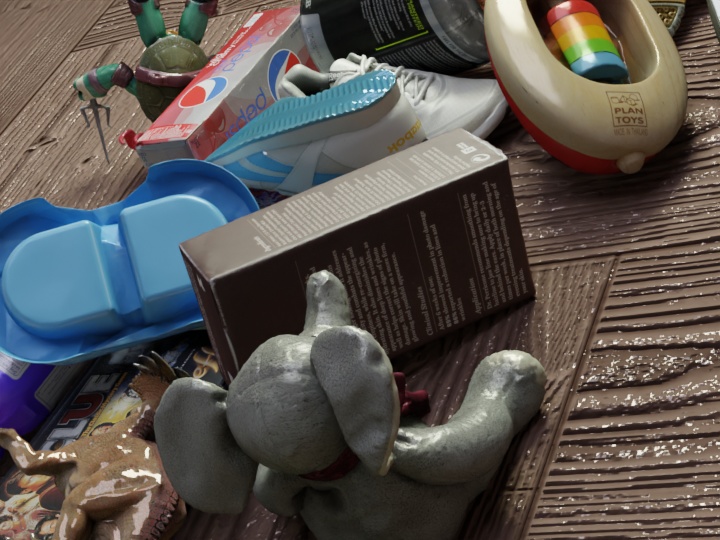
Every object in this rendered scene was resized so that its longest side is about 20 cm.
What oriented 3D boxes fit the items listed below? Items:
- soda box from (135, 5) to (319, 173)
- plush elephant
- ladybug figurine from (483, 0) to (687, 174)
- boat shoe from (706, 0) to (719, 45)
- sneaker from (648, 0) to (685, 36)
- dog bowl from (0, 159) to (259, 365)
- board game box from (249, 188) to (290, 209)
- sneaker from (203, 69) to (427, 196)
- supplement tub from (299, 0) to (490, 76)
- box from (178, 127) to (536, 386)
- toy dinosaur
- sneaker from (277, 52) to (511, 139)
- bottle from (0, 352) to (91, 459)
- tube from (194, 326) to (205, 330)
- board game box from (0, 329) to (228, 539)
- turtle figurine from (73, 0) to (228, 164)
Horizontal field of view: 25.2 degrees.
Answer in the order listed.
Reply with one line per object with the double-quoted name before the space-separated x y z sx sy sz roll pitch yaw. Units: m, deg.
"soda box" -0.101 -0.137 1.341 0.063 0.070 0.200 0 39 37
"plush elephant" -0.013 0.079 0.849 0.163 0.156 0.201 -11 33 26
"ladybug figurine" 0.148 -0.137 1.097 0.134 0.072 0.201 0 51 -17
"boat shoe" 0.270 -0.155 1.076 0.060 0.076 0.201 -19 43 15
"sneaker" 0.208 -0.210 1.225 0.200 0.076 0.088 -45 9 -19
"dog bowl" -0.159 0.000 1.067 0.198 0.050 0.112 -16 74 -5
"board game box" -0.054 -0.025 1.140 0.198 0.033 0.120 2 36 24
"sneaker" -0.035 -0.076 1.119 0.199 0.081 0.077 -6 32 49
"supplement tub" 0.056 -0.210 1.245 0.199 0.123 0.123 -10 32 48
"box" 0.000 0.000 0.990 0.199 0.101 0.075 -23 28 -16
"toy dinosaur" -0.127 0.118 0.891 0.134 0.086 0.200 -23 35 -6
"sneaker" 0.021 -0.124 1.217 0.198 0.082 0.075 -3 36 33
"bottle" -0.242 0.069 1.112 0.083 0.065 0.201 25 72 37
"tube" -0.176 0.022 1.182 0.198 0.052 0.059 1 82 30
"board game box" -0.152 0.116 1.028 0.134 0.035 0.201 -5 37 34
"turtle figurine" -0.164 -0.180 1.391 0.148 0.202 0.101 -8 29 -27
